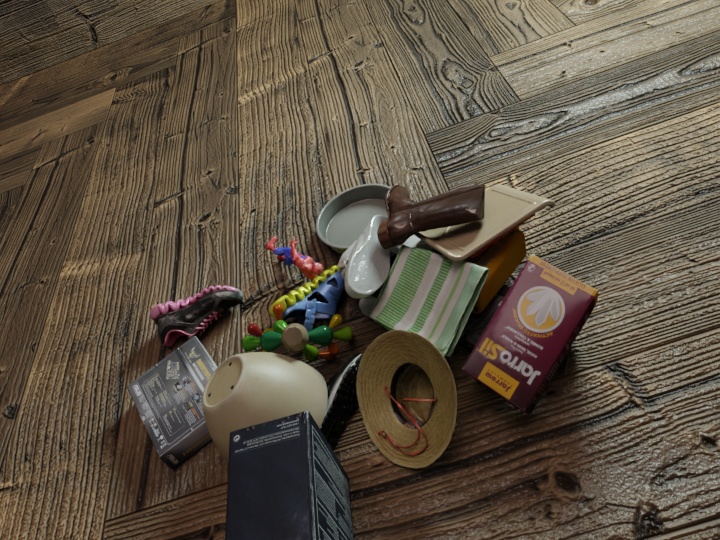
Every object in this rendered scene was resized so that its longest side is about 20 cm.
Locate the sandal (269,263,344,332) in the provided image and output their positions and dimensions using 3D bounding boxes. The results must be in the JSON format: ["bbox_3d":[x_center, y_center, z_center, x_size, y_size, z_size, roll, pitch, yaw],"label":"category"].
[{"bbox_3d":[-0.075,0.057,1.150,0.199,0.080,0.088,-34,81,-22],"label":"sandal"}]

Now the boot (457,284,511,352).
[{"bbox_3d":[0.248,0.099,0.978,0.198,0.070,0.132,15,57,47],"label":"boot"}]

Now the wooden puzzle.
[{"bbox_3d":[0.205,-0.081,1.019,0.198,0.038,0.185,-28,21,-5],"label":"wooden puzzle"}]

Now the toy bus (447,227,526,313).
[{"bbox_3d":[0.220,-0.019,1.021,0.078,0.066,0.200,16,47,39],"label":"toy bus"}]

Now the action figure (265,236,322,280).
[{"bbox_3d":[-0.129,-0.026,1.219,0.052,0.066,0.199,-45,34,-10],"label":"action figure"}]

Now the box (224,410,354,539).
[{"bbox_3d":[-0.086,0.332,0.783,0.121,0.202,0.200,-16,43,5],"label":"box"}]

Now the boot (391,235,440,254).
[{"bbox_3d":[0.153,-0.046,1.133,0.197,0.091,0.074,-9,47,17],"label":"boot"}]

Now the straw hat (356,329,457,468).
[{"bbox_3d":[0.089,0.190,0.923,0.199,0.204,0.084,24,16,38],"label":"straw hat"}]

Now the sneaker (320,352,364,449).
[{"bbox_3d":[-0.059,0.211,0.985,0.087,0.076,0.201,10,52,37],"label":"sneaker"}]

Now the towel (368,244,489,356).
[{"bbox_3d":[0.102,0.043,0.972,0.199,0.023,0.154,22,85,53],"label":"towel"}]

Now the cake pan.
[{"bbox_3d":[0.001,-0.108,1.292,0.197,0.037,0.202,-12,45,12],"label":"cake pan"}]

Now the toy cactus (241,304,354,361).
[{"bbox_3d":[-0.106,0.107,1.021,0.196,0.165,0.104,6,81,-2],"label":"toy cactus"}]

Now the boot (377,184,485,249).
[{"bbox_3d":[0.136,-0.122,1.056,0.198,0.065,0.188,-20,34,27],"label":"boot"}]

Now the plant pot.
[{"bbox_3d":[-0.167,0.207,0.938,0.199,0.134,0.202,-31,34,24],"label":"plant pot"}]

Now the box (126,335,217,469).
[{"bbox_3d":[-0.319,0.232,1.087,0.158,0.049,0.200,-37,45,-15],"label":"box"}]

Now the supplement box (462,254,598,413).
[{"bbox_3d":[0.252,0.096,0.889,0.110,0.086,0.202,31,89,25],"label":"supplement box"}]

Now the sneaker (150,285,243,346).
[{"bbox_3d":[-0.327,0.097,1.219,0.197,0.079,0.097,-19,65,5],"label":"sneaker"}]

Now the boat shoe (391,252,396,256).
[{"bbox_3d":[0.106,-0.066,1.194,0.196,0.069,0.057,-10,36,5],"label":"boat shoe"}]

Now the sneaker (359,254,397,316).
[{"bbox_3d":[0.097,0.026,1.094,0.197,0.076,0.115,-5,49,22],"label":"sneaker"}]

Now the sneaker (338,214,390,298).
[{"bbox_3d":[0.000,0.000,1.087,0.073,0.116,0.201,33,42,-9],"label":"sneaker"}]
